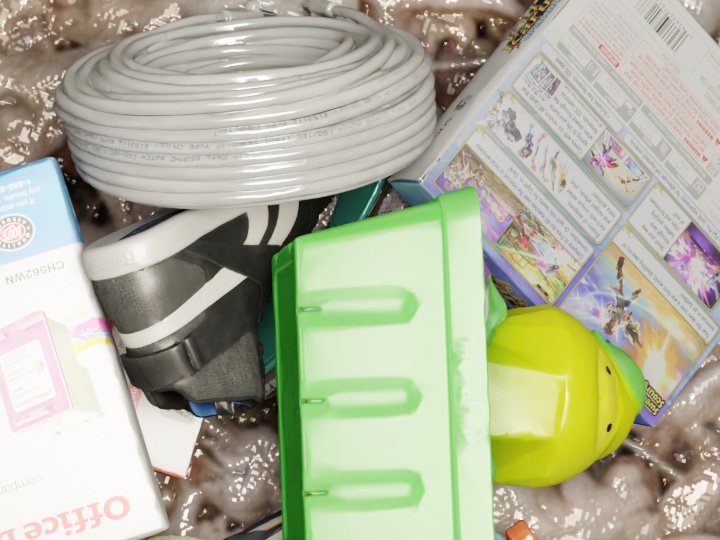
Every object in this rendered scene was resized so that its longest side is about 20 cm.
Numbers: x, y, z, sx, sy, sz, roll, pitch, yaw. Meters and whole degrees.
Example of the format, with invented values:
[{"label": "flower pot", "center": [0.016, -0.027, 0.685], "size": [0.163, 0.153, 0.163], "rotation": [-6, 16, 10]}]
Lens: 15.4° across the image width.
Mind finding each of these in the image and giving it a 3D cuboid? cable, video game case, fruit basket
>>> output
[{"label": "cable", "center": [-0.060, -0.085, 1.384], "size": [0.199, 0.200, 0.070], "rotation": [-14, 110, -28]}, {"label": "video game case", "center": [0.140, -0.048, 1.448], "size": [0.200, 0.045, 0.182], "rotation": [46, 73, -20]}, {"label": "fruit basket", "center": [0.059, 0.065, 1.333], "size": [0.214, 0.155, 0.217], "rotation": [1, 84, -9]}]

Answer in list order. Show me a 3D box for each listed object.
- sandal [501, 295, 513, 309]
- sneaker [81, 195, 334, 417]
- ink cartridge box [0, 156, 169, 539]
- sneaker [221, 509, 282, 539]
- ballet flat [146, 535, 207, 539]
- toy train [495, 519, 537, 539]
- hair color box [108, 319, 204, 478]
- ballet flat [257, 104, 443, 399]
[{"label": "sandal", "center": [0.106, -0.029, 1.484], "size": [0.076, 0.043, 0.201], "rotation": [14, 83, -25]}, {"label": "sneaker", "center": [-0.068, 0.015, 1.387], "size": [0.073, 0.200, 0.113], "rotation": [-11, 100, 34]}, {"label": "ink cartridge box", "center": [-0.193, 0.060, 1.355], "size": [0.144, 0.085, 0.201], "rotation": [-17, 90, -8]}, {"label": "sneaker", "center": [-0.066, 0.182, 1.433], "size": [0.199, 0.079, 0.079], "rotation": [-24, 87, 17]}, {"label": "ballet flat", "center": [-0.046, 0.187, 1.345], "size": [0.199, 0.062, 0.068], "rotation": [18, 112, 21]}, {"label": "toy train", "center": [0.033, 0.212, 1.392], "size": [0.149, 0.056, 0.201], "rotation": [-3, 57, 26]}, {"label": "hair color box", "center": [-0.175, 0.036, 1.432], "size": [0.199, 0.061, 0.102], "rotation": [19, 83, -5]}, {"label": "ballet flat", "center": [0.000, 0.000, 1.458], "size": [0.072, 0.072, 0.201], "rotation": [32, 83, -4]}]
